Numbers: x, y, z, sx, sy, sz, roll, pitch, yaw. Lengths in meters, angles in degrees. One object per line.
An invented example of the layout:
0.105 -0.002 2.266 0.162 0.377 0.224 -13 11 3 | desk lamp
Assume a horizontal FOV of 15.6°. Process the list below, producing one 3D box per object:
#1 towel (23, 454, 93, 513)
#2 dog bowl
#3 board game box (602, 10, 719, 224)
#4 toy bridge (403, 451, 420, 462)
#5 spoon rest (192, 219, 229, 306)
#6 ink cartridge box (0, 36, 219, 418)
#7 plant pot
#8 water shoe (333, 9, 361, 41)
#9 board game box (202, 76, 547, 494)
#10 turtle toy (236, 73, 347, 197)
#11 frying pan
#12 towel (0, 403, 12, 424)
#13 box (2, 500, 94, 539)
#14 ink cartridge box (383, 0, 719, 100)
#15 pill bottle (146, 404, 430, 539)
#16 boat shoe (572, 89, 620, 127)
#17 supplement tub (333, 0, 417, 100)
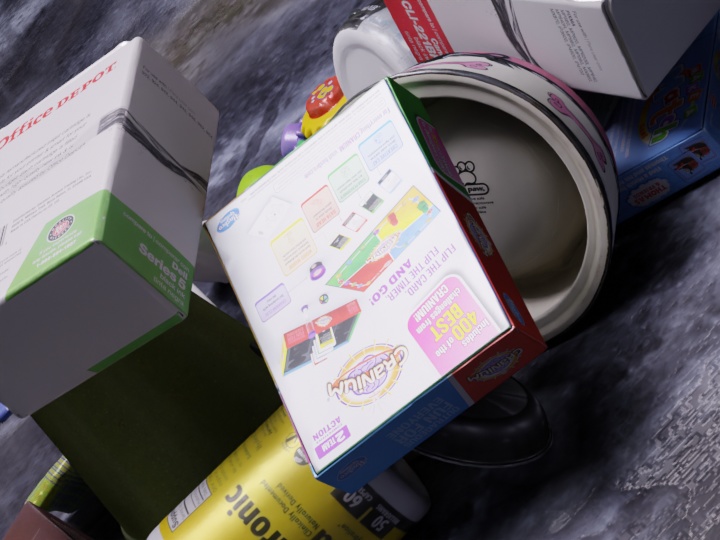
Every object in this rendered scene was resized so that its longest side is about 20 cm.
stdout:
-0.165 0.108 1.922 0.200 0.023 0.144 -46 -6 -3 | towel
0.074 -0.050 1.655 0.200 0.200 0.074 -28 14 35 | dog bowl
0.164 -0.084 1.739 0.200 0.037 0.151 -31 27 33 | board game box
0.028 0.059 1.747 0.067 0.027 0.200 -34 26 28 | toy bridge
-0.115 -0.013 2.009 0.099 0.061 0.200 -40 7 22 | spoon rest
-0.173 -0.029 1.631 0.145 0.084 0.200 -31 32 29 | ink cartridge box
-0.134 0.087 1.768 0.200 0.190 0.200 -36 25 20 | plant pot
0.053 -0.178 2.019 0.200 0.079 0.072 -13 40 51 | water shoe
0.005 0.008 1.546 0.153 0.040 0.200 -37 54 18 | board game box
-0.011 -0.082 1.942 0.200 0.101 0.146 -49 24 -8 | turtle toy
0.036 0.067 1.589 0.190 0.115 0.031 33 122 38 | frying pan
-0.195 0.028 1.707 0.200 0.024 0.145 -42 27 12 | towel
-0.197 0.236 1.768 0.100 0.075 0.200 -58 26 -4 | box
0.132 -0.195 1.670 0.200 0.084 0.144 13 54 45 | ink cartridge box
-0.062 0.173 1.611 0.200 0.111 0.111 -44 24 5 | pill bottle
0.135 -0.129 1.732 0.202 0.074 0.065 -45 17 -10 | boat shoe
0.090 -0.170 1.856 0.200 0.123 0.122 -35 19 -22 | supplement tub
